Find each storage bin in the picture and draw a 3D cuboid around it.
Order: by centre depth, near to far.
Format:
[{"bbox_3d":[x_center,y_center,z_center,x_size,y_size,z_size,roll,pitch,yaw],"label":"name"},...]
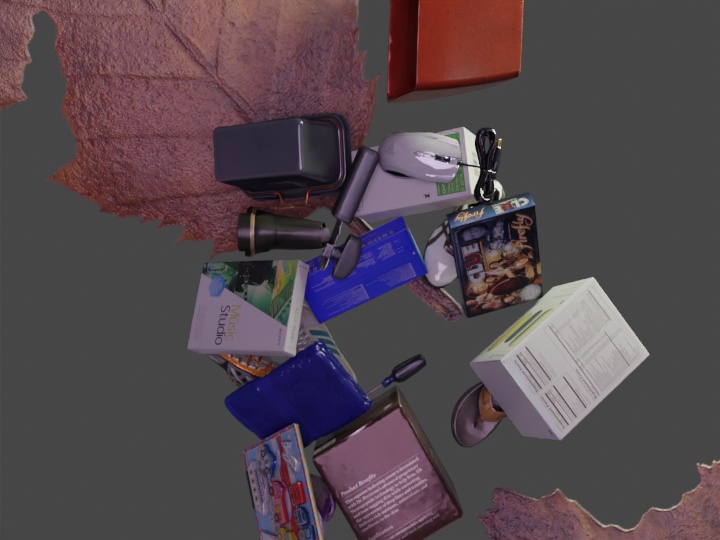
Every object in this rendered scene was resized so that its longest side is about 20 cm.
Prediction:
[{"bbox_3d":[-0.129,-0.169,1.465,0.196,0.134,0.149,-2,91,25],"label":"storage bin"}]

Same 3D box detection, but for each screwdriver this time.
[{"bbox_3d":[0.024,0.200,1.571,0.198,0.028,0.029,-36,55,-2],"label":"screwdriver"}]

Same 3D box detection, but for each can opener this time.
[{"bbox_3d":[-0.009,-0.086,1.462,0.066,0.053,0.203,23,96,-11],"label":"can opener"}]

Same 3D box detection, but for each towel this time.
[{"bbox_3d":[-0.097,0.203,1.493,0.198,0.050,0.148,-31,112,22],"label":"towel"}]

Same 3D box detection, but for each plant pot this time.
[{"bbox_3d":[0.147,-0.365,1.466,0.172,0.200,0.205,1,94,-11],"label":"plant pot"}]

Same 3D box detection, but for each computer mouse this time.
[{"bbox_3d":[0.110,-0.164,1.410,0.196,0.044,0.112,10,90,23],"label":"computer mouse"}]

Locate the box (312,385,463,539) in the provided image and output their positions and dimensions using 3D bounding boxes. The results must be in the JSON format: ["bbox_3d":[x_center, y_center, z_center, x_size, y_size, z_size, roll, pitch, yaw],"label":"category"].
[{"bbox_3d":[0.043,0.323,1.514,0.164,0.164,0.203,-30,93,3],"label":"box"}]

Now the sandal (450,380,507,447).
[{"bbox_3d":[0.230,0.213,1.561,0.198,0.055,0.082,-35,94,1],"label":"sandal"}]

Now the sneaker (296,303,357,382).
[{"bbox_3d":[-0.073,0.132,1.538,0.070,0.093,0.201,-35,93,2],"label":"sneaker"}]

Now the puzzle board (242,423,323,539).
[{"bbox_3d":[-0.122,0.354,1.454,0.150,0.017,0.204,-32,64,42],"label":"puzzle board"}]

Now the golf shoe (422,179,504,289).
[{"bbox_3d":[0.162,-0.060,1.527,0.077,0.095,0.202,30,95,-3],"label":"golf shoe"}]

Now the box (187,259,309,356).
[{"bbox_3d":[-0.177,0.058,1.494,0.196,0.036,0.148,-2,72,31],"label":"box"}]

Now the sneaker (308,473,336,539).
[{"bbox_3d":[-0.075,0.377,1.513,0.087,0.200,0.082,18,102,-18],"label":"sneaker"}]

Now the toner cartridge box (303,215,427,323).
[{"bbox_3d":[0.000,0.000,1.527,0.197,0.043,0.096,-25,124,7],"label":"toner cartridge box"}]

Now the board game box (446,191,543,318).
[{"bbox_3d":[0.214,-0.020,1.499,0.133,0.035,0.202,-15,133,1],"label":"board game box"}]

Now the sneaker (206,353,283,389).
[{"bbox_3d":[-0.171,0.178,1.554,0.198,0.078,0.078,30,112,4],"label":"sneaker"}]

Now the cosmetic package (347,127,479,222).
[{"bbox_3d":[0.086,-0.147,1.488,0.196,0.085,0.110,-10,83,21],"label":"cosmetic package"}]

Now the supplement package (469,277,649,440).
[{"bbox_3d":[0.306,0.138,1.485,0.199,0.152,0.152,-39,93,-14],"label":"supplement package"}]

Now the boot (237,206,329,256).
[{"bbox_3d":[-0.113,-0.055,1.474,0.135,0.200,0.079,2,99,-1],"label":"boot"}]
